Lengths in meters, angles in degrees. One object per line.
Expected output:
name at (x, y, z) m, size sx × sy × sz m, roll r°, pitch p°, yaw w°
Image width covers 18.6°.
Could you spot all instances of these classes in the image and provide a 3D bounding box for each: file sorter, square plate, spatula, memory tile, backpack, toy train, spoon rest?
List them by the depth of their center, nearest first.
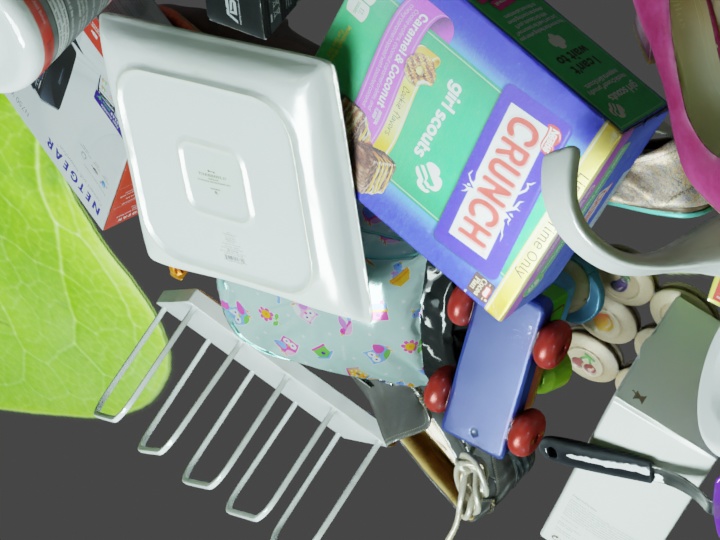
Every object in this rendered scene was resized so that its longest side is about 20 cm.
spoon rest at (0.198, -0.016, 1.311) m, size 0.199 × 0.061 × 0.099 m, roll 17°, pitch 169°, yaw -17°
spatula at (0.203, 0.140, 1.449) m, size 0.200 × 0.021 × 0.057 m, roll 16°, pitch 126°, yaw 35°
square plate at (-0.088, -0.064, 1.467) m, size 0.200 × 0.028 × 0.199 m, roll 16°, pitch 129°, yaw 34°
toy train at (0.105, 0.085, 1.525) m, size 0.084 × 0.116 × 0.201 m, roll 27°, pitch 121°, yaw 24°
memory tile at (0.196, 0.046, 1.570) m, size 0.200 × 0.017 × 0.153 m, roll 31°, pitch 145°, yaw 11°
backpack at (0.000, 0.000, 1.571) m, size 0.199 × 0.127 × 0.167 m, roll 14°, pitch 123°, yaw 20°
file sorter at (-0.099, 0.121, 1.773) m, size 0.200 × 0.125 × 0.139 m, roll 37°, pitch 169°, yaw -12°

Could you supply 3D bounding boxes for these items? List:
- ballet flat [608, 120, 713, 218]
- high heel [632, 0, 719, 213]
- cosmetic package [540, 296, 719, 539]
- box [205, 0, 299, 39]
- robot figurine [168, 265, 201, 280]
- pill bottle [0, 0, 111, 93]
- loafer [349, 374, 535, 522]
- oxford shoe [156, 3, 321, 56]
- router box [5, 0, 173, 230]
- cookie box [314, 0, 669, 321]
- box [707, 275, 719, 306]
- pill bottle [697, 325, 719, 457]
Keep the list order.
ballet flat at (0.145, -0.078, 1.443) m, size 0.199 × 0.068 × 0.067 m, roll 4°, pitch 114°, yaw 32°
high heel at (0.212, -0.110, 1.265) m, size 0.096 × 0.067 × 0.200 m, roll 89°, pitch 164°, yaw -58°
cosmetic package at (0.205, 0.124, 1.544) m, size 0.085 × 0.108 × 0.200 m, roll 32°, pitch 147°, yaw 9°
box at (-0.040, -0.261, 1.300) m, size 0.044 × 0.160 × 0.200 m, roll 21°, pitch 143°, yaw 21°
robot figurine at (-0.120, -0.070, 1.671) m, size 0.145 × 0.058 × 0.200 m, roll 25°, pitch 142°, yaw 39°
pill bottle at (-0.206, -0.220, 1.464) m, size 0.116 × 0.200 × 0.116 m, roll 24°, pitch 143°, yaw 20°
loafer at (0.041, 0.104, 1.667) m, size 0.200 × 0.072 × 0.073 m, roll 41°, pitch 147°, yaw -3°
oxford shoe at (-0.089, -0.150, 1.558) m, size 0.200 × 0.072 × 0.071 m, roll 30°, pitch 134°, yaw 45°
router box at (-0.205, -0.158, 1.606) m, size 0.200 × 0.049 × 0.180 m, roll 52°, pitch 147°, yaw 17°
cookie box at (0.069, -0.097, 1.397) m, size 0.200 × 0.075 × 0.171 m, roll 41°, pitch 128°, yaw 13°
box at (0.276, -0.041, 1.364) m, size 0.075 × 0.050 × 0.200 m, roll 28°, pitch 145°, yaw 13°
pill bottle at (0.321, 0.091, 1.377) m, size 0.199 × 0.112 × 0.112 m, roll 18°, pitch 150°, yaw -18°
